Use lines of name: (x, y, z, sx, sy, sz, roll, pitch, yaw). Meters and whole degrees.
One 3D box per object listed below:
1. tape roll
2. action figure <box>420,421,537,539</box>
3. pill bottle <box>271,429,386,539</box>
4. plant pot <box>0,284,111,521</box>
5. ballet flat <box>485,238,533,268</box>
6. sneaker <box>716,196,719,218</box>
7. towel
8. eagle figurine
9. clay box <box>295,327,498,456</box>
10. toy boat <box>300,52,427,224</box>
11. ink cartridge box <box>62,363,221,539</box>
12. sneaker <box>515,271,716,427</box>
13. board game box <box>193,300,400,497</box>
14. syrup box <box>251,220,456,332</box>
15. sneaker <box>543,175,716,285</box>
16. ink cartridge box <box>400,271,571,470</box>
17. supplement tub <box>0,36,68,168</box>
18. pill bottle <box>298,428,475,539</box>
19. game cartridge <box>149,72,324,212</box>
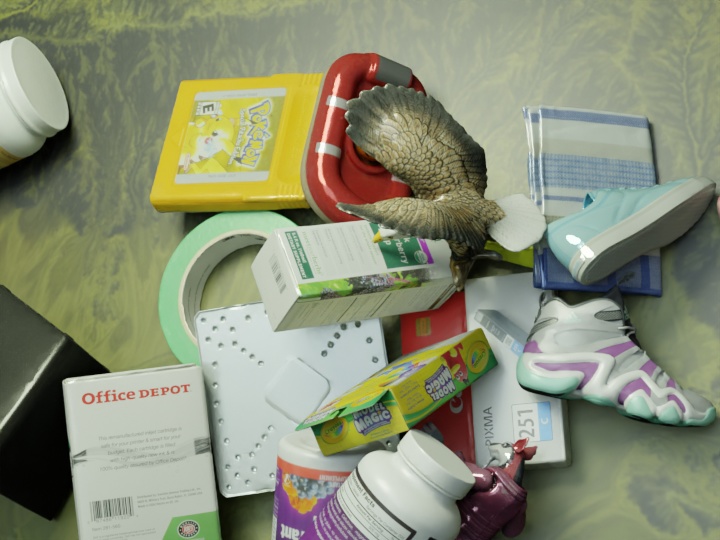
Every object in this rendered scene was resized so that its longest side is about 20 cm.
tape roll: (-0.127, 0.032, 1.531, 0.200, 0.048, 0.201, -5, 75, 18)
action figure: (0.102, 0.241, 1.320, 0.200, 0.134, 0.149, -52, 22, 9)
pill bottle: (-0.035, 0.271, 1.385, 0.111, 0.111, 0.200, 6, 97, 21)
plant pot: (-0.397, 0.132, 1.529, 0.199, 0.200, 0.178, 33, 78, 24)
ballet flat: (0.159, -0.043, 1.432, 0.200, 0.067, 0.067, 7, 55, 22)
sneaker: (0.383, 0.020, 1.336, 0.105, 0.075, 0.200, -31, 72, 4)
towel: (0.238, -0.072, 1.406, 0.147, 0.024, 0.200, 2, 75, -17)
eagle figurine: (0.067, -0.066, 1.315, 0.151, 0.200, 0.152, -47, 49, -6)
clay box: (0.036, 0.122, 1.337, 0.115, 0.200, 0.048, -24, 94, 40)
toy boat: (0.021, -0.136, 1.461, 0.131, 0.130, 0.200, -4, 72, 58)
ink cartridge box: (-0.232, 0.203, 1.446, 0.146, 0.084, 0.200, -5, 90, -14)
sneaker: (0.263, 0.071, 1.342, 0.200, 0.078, 0.140, 15, 83, -1)
board game box: (-0.065, 0.128, 1.455, 0.200, 0.026, 0.200, -9, 87, 8)
syrup box: (0.000, 0.000, 1.387, 0.200, 0.081, 0.079, -7, 64, -29)
sneaker: (0.268, -0.062, 1.363, 0.200, 0.074, 0.082, -25, 59, -30)
ink cartridge box: (0.123, 0.109, 1.423, 0.176, 0.045, 0.200, -8, 74, 17)
supplement tub: (-0.471, -0.186, 1.657, 0.200, 0.144, 0.145, -22, 70, 13)
pill bottle: (0.015, 0.247, 1.264, 0.112, 0.112, 0.200, 42, 100, 24)
game cartridge: (-0.129, -0.148, 1.562, 0.200, 0.032, 0.177, -2, 59, 20)
